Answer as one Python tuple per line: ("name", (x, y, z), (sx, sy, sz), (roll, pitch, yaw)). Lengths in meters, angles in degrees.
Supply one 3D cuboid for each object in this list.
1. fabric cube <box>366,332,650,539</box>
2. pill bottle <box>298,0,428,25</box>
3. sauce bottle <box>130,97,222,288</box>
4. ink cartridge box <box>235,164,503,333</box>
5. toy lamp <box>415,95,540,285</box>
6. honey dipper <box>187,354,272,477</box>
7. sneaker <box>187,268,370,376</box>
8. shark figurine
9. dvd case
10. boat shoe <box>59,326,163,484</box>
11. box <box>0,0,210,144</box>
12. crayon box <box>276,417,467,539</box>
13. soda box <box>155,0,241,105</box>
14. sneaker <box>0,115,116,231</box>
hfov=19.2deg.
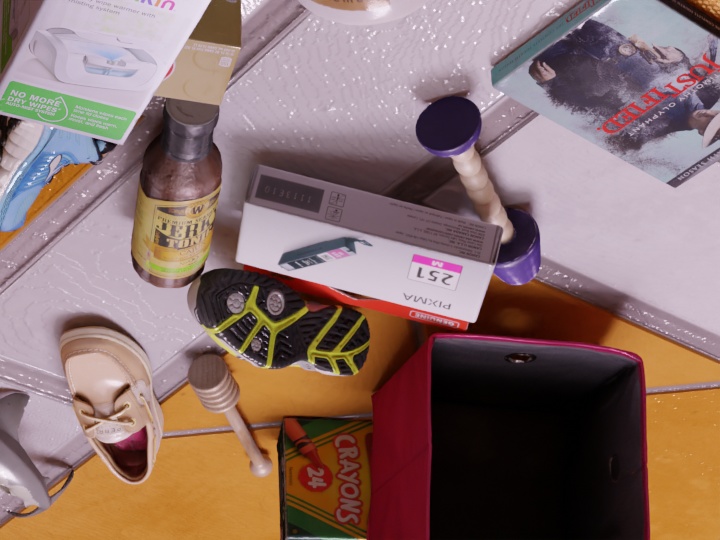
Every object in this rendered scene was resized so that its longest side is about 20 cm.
("fabric cube", (0.123, 0.181, 1.842), (0.196, 0.200, 0.199), (6, 161, -13))
("pill bottle", (-0.008, -0.255, 1.311), (0.114, 0.115, 0.200), (-7, 145, 6))
("sauce bottle", (-0.139, -0.064, 1.624), (0.065, 0.065, 0.200), (3, 145, -7))
("ink cartridge box", (0.000, 0.000, 1.695), (0.200, 0.044, 0.174), (14, 148, 1))
("toy lamp", (0.098, -0.055, 1.657), (0.058, 0.058, 0.200), (-12, 145, 14))
("honey dipper", (-0.114, 0.138, 1.947), (0.038, 0.038, 0.200), (-8, 149, 8))
("sneaker", (-0.079, 0.048, 1.755), (0.076, 0.076, 0.200), (3, 166, 40))
("shark figurine", (-0.317, 0.158, 1.929), (0.128, 0.090, 0.214), (10, 155, 50))
("dvd case", (0.217, -0.138, 1.575), (0.200, 0.022, 0.146), (25, 137, -34))
("boat shoe", (-0.216, 0.122, 1.882), (0.074, 0.069, 0.200), (-9, 145, 9))
("box", (-0.156, -0.213, 1.290), (0.097, 0.200, 0.177), (13, 141, -23))
("crayon box", (0.025, 0.205, 1.967), (0.200, 0.127, 0.051), (3, 145, -9))
("soda box", (-0.185, -0.172, 1.467), (0.200, 0.064, 0.068), (7, 144, -15))
("sneaker", (-0.226, -0.088, 1.575), (0.090, 0.079, 0.200), (10, 144, -23))
